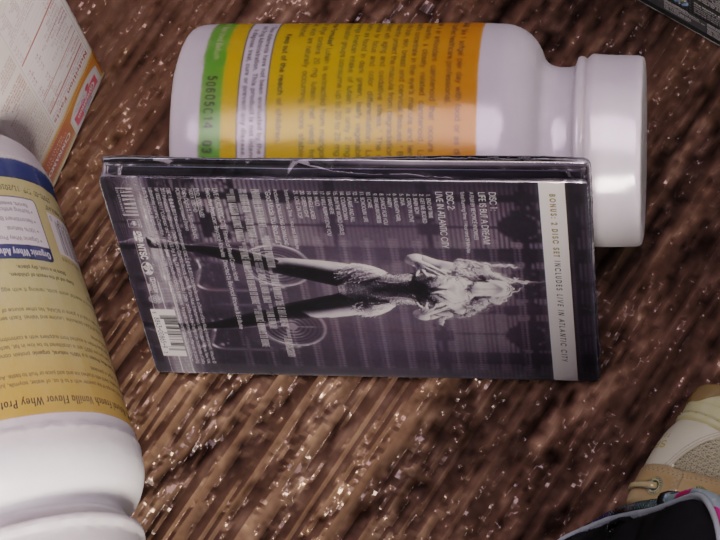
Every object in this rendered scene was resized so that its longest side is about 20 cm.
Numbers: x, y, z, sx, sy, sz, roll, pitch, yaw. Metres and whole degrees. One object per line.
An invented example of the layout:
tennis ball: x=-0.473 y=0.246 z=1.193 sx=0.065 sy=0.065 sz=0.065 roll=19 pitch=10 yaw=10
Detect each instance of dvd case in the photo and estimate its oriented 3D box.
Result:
dvd case: x=0.000 y=0.000 z=1.159 sx=0.199 sy=0.149 sz=0.016 roll=1 pitch=55 yaw=8

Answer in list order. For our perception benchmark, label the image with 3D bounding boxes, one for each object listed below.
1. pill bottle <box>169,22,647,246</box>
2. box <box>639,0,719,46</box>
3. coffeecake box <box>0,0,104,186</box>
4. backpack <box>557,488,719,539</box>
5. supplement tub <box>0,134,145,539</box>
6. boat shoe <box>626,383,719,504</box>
pill bottle: x=0.024 y=-0.052 z=1.194 sx=0.199 sy=0.111 sz=0.112 roll=0 pitch=70 yaw=8
box: x=0.167 y=-0.145 z=1.183 sx=0.200 sy=0.160 sz=0.044 roll=31 pitch=76 yaw=18
coffeecake box: x=-0.212 y=-0.120 z=1.202 sx=0.153 sy=0.200 sz=0.073 roll=19 pitch=74 yaw=13
backpack: x=0.131 y=0.178 z=1.051 sx=0.150 sy=0.200 sz=0.178 roll=19 pitch=71 yaw=-7
supplement tub: x=-0.175 y=0.057 z=1.163 sx=0.144 sy=0.144 sz=0.201 roll=-21 pitch=68 yaw=0
boat shoe: x=0.205 y=0.122 z=1.126 sx=0.200 sy=0.073 sz=0.063 roll=33 pitch=74 yaw=21
